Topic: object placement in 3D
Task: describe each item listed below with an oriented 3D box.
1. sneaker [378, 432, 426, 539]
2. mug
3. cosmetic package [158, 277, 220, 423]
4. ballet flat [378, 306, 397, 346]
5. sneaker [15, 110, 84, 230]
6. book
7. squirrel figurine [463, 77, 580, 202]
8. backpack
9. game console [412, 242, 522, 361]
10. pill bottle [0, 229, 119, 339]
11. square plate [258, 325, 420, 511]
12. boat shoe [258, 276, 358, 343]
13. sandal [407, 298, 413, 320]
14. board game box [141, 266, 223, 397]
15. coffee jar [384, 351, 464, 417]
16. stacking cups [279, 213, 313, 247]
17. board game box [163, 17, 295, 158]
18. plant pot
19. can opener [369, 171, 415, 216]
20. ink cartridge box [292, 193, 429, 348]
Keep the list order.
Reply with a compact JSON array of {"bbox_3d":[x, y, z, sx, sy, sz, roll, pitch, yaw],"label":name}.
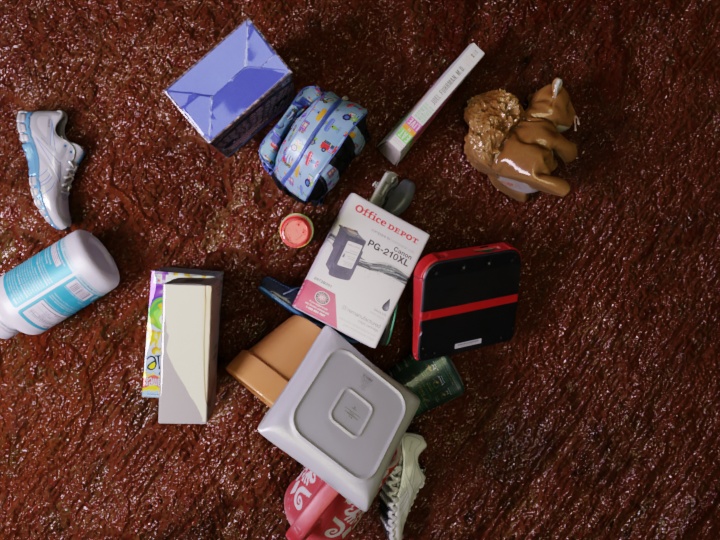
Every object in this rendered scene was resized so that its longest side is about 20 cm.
[{"bbox_3d":[0.077,0.384,1.076,0.080,0.075,0.202,3,94,-14],"label":"sneaker"},{"bbox_3d":[-0.027,0.348,0.973,0.133,0.178,0.201,25,120,-11],"label":"mug"},{"bbox_3d":[-0.253,0.115,0.907,0.072,0.104,0.202,2,95,-6],"label":"cosmetic package"},{"bbox_3d":[0.040,0.026,1.047,0.072,0.073,0.202,16,87,-5],"label":"ballet flat"},{"bbox_3d":[-0.491,-0.167,0.991,0.086,0.075,0.202,-12,95,-9],"label":"sneaker"},{"bbox_3d":[0.114,-0.269,0.998,0.048,0.134,0.200,41,90,-6],"label":"book"},{"bbox_3d":[0.271,-0.237,1.015,0.199,0.141,0.188,24,85,-8],"label":"squirrel figurine"},{"bbox_3d":[-0.071,-0.200,0.955,0.134,0.200,0.183,37,91,-6],"label":"backpack"},{"bbox_3d":[0.175,0.050,0.996,0.198,0.031,0.179,-9,114,-23],"label":"game console"},{"bbox_3d":[-0.503,0.029,0.982,0.199,0.111,0.111,-31,96,-2],"label":"pill bottle"},{"bbox_3d":[-0.019,0.211,0.898,0.200,0.028,0.199,39,56,-8],"label":"square plate"},{"bbox_3d":[-0.078,0.054,1.043,0.199,0.084,0.069,30,84,-22],"label":"boat shoe"},{"bbox_3d":[0.183,0.037,1.069,0.211,0.078,0.070,-33,129,-3],"label":"sandal"},{"bbox_3d":[-0.291,0.101,1.006,0.102,0.105,0.202,5,93,-5],"label":"board game box"},{"bbox_3d":[0.073,0.211,1.052,0.199,0.085,0.105,-29,103,-2],"label":"coffee jar"},{"bbox_3d":[-0.105,-0.059,0.962,0.060,0.200,0.061,0,96,-3],"label":"stacking cups"},{"bbox_3d":[-0.192,-0.271,0.940,0.159,0.200,0.097,-40,97,0],"label":"board game box"},{"bbox_3d":[-0.100,0.169,0.995,0.200,0.200,0.140,41,73,-6],"label":"plant pot"},{"bbox_3d":[0.017,-0.079,1.038,0.066,0.053,0.201,35,94,29],"label":"can opener"},{"bbox_3d":[0.000,0.000,0.968,0.144,0.084,0.201,27,83,-5],"label":"ink cartridge box"}]
